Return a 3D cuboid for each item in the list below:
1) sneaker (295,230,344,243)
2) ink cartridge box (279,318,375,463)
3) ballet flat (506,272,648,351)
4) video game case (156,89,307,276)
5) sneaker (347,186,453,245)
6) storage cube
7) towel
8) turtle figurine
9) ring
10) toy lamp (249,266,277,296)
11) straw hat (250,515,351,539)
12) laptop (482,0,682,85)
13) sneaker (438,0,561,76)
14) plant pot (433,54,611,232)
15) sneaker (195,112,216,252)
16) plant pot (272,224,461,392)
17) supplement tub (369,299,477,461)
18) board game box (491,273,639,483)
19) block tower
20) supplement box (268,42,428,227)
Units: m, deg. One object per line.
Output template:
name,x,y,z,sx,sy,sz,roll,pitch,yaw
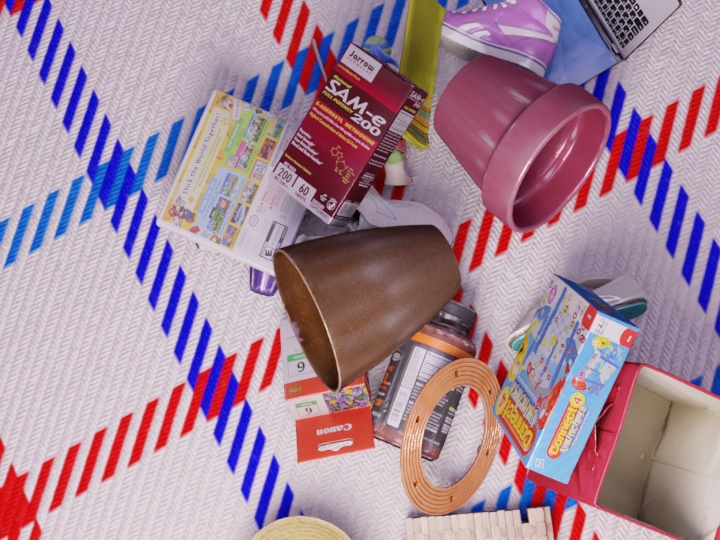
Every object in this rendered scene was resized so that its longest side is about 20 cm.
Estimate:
sneaker,0.000,0.000,1.473,0.196,0.100,0.076,9,56,6
ink cartridge box,-0.044,0.143,1.432,0.107,0.051,0.202,-12,47,5
ballet flat,0.280,0.052,1.465,0.197,0.069,0.071,-17,79,-1
video game case,-0.153,-0.118,1.487,0.180,0.023,0.203,23,81,-1
sneaker,0.029,-0.064,1.476,0.198,0.071,0.081,27,39,-4
storage cube,0.334,0.214,1.340,0.198,0.179,0.173,23,83,-15
towel,0.078,-0.267,1.452,0.018,0.086,0.204,1,77,30
turtle figurine,0.026,-0.222,1.526,0.142,0.200,0.198,-3,102,-21
ring,0.114,0.208,1.398,0.019,0.199,0.203,13,79,43
toy lamp,-0.111,-0.065,1.522,0.057,0.058,0.203,13,79,8
straw hat,-0.065,0.407,1.419,0.197,0.085,0.205,-1,87,16
laptop,0.296,-0.369,1.508,0.115,0.200,0.189,-21,77,-33
sneaker,0.180,-0.345,1.527,0.198,0.073,0.116,22,88,13
plant pot,0.200,-0.181,1.453,0.200,0.200,0.179,-46,63,-4
sneaker,-0.198,-0.126,1.543,0.078,0.077,0.204,-2,84,-15
plant pot,0.018,0.023,1.376,0.198,0.187,0.189,-24,78,-16
supplement tub,0.086,0.137,1.441,0.105,0.107,0.203,20,82,8
board game box,0.240,0.123,1.332,0.055,0.200,0.198,22,99,-9
block tower,0.148,0.338,1.426,0.196,0.054,0.059,-7,79,4
supplement box,-0.016,-0.168,1.390,0.108,0.061,0.202,36,101,20
